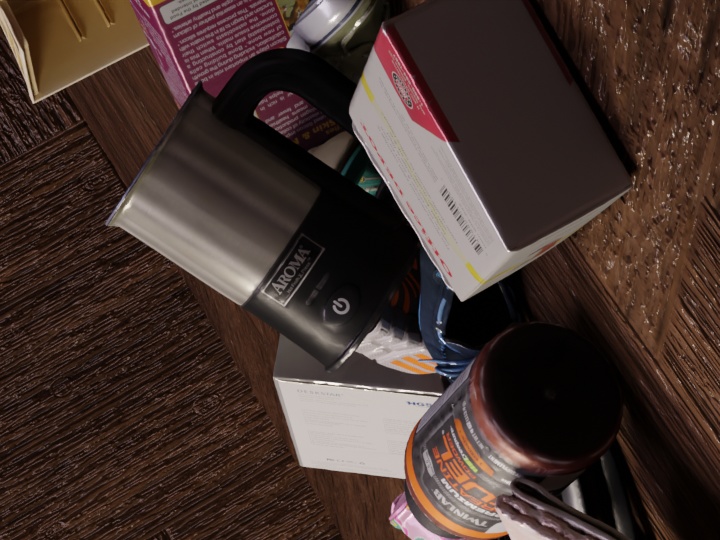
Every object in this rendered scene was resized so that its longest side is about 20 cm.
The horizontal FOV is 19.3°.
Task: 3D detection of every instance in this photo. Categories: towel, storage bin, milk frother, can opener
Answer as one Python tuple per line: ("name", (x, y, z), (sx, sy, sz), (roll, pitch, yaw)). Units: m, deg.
("towel", (0.191, 0.223, 1.375), (0.200, 0.032, 0.191), (28, 162, 33))
("storage bin", (-0.232, -0.258, 1.909), (0.094, 0.200, 0.199), (62, 171, 5))
("milk frother", (-0.051, -0.056, 1.475), (0.188, 0.181, 0.200), (34, 178, -6))
("can opener", (0.178, 0.198, 1.529), (0.079, 0.063, 0.200), (24, 144, 48))

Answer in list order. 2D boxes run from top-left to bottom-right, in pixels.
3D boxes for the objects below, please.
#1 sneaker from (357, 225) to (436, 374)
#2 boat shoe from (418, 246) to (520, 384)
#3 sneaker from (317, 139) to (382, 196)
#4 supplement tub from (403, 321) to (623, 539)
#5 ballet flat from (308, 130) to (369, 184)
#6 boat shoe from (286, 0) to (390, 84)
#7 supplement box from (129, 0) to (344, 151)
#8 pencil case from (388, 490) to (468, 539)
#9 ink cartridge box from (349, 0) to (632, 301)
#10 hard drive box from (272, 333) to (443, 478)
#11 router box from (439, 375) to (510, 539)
("sneaker", (0.000, 0.000, 1.605), (0.200, 0.078, 0.112), (27, -122, -45))
("boat shoe", (0.075, 0.037, 1.521), (0.200, 0.084, 0.069), (68, 180, -49))
("sneaker", (-0.048, -0.042, 1.697), (0.200, 0.077, 0.080), (-32, 87, 39))
("supplement tub", (0.095, 0.120, 1.444), (0.107, 0.107, 0.200), (58, 151, 14))
("ballet flat", (-0.046, -0.041, 1.628), (0.069, 0.069, 0.200), (53, 138, 36))
("boat shoe", (-0.005, -0.168, 1.439), (0.062, 0.072, 0.200), (36, 175, -3))
("supplement box", (-0.090, -0.183, 1.603), (0.103, 0.131, 0.200), (51, 166, 50))
("pencil case", (0.117, 0.243, 1.762), (0.200, 0.087, 0.087), (43, 170, 0))
("ink cartridge box", (0.069, -0.074, 1.229), (0.145, 0.083, 0.200), (60, 170, 4))
("hard drive box", (0.018, 0.105, 1.788), (0.200, 0.156, 0.077), (80, -163, -64))
("router box", (0.122, 0.189, 1.626), (0.150, 0.062, 0.200), (72, -177, -52))
